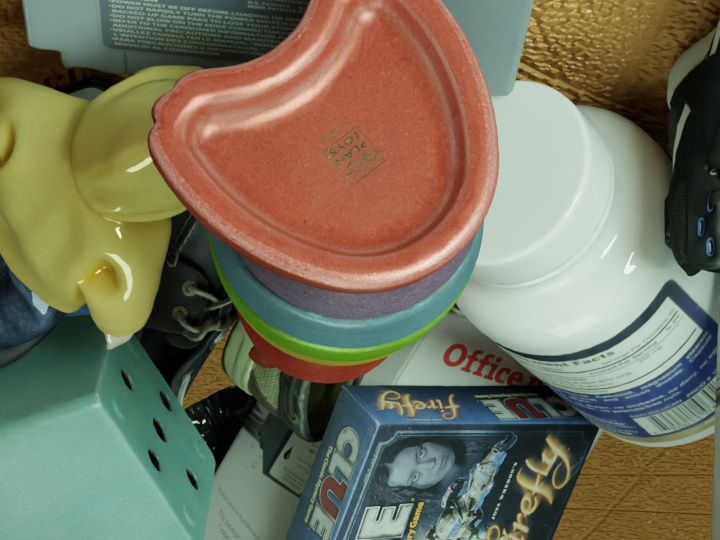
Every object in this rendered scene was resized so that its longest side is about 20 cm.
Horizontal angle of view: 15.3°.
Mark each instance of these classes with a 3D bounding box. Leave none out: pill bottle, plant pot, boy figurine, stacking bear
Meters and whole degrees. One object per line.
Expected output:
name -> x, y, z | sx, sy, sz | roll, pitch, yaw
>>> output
pill bottle -> 0.101, -0.005, 1.172 | 0.110, 0.112, 0.200 | -6, 155, 27
plant pot -> -0.173, 0.113, 1.203 | 0.199, 0.141, 0.142 | -28, 111, 13
boy figurine -> -0.121, -0.031, 1.107 | 0.064, 0.125, 0.200 | -32, 177, -41
stacking bear -> -0.010, -0.014, 1.045 | 0.121, 0.114, 0.200 | -37, 168, -15

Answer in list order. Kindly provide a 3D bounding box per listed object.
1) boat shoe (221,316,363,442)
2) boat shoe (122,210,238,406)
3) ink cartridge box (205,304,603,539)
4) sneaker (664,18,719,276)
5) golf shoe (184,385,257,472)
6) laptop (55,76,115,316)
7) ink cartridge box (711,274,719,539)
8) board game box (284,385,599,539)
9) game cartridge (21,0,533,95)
boat shoe -> -0.001, 0.001, 1.192 | 0.072, 0.066, 0.201 | -29, 158, -41
boat shoe -> -0.073, 0.015, 1.237 | 0.072, 0.063, 0.200 | 10, 132, -33
ink cartridge box -> 0.019, 0.098, 1.317 | 0.146, 0.201, 0.086 | 19, -165, -42
sneaker -> 0.166, -0.056, 1.025 | 0.072, 0.113, 0.200 | 6, 159, -5
golf shoe -> -0.034, 0.084, 1.405 | 0.199, 0.078, 0.094 | -13, -172, -26
laptop -> -0.130, 0.015, 1.268 | 0.199, 0.117, 0.187 | -14, 152, 40
ink cartridge box -> 0.228, 0.038, 1.128 | 0.146, 0.202, 0.083 | 14, 157, -21
board game box -> 0.020, 0.147, 1.267 | 0.135, 0.201, 0.035 | 1, -151, -37
game cartridge -> -0.032, -0.112, 1.038 | 0.198, 0.042, 0.133 | 6, 154, -1
